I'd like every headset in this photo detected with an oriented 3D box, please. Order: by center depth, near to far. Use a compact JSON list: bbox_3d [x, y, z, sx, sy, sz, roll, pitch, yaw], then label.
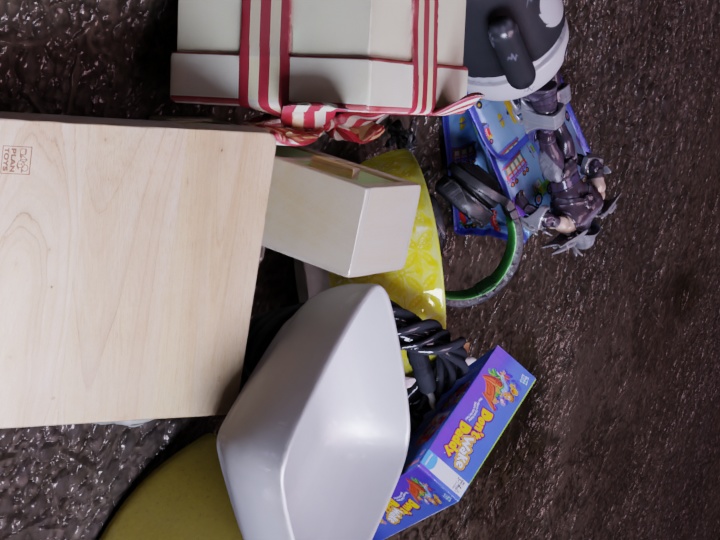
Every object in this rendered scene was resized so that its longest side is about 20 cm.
[{"bbox_3d":[0.081,-0.054,1.342,0.123,0.094,0.201,-32,110,-2],"label":"headset"}]

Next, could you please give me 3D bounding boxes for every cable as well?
[{"bbox_3d":[-0.009,0.081,1.134,0.199,0.163,0.051,24,44,-33],"label":"cable"}]

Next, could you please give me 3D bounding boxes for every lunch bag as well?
[{"bbox_3d":[0.147,-0.155,1.445,0.151,0.093,0.202,-45,129,-34],"label":"lunch bag"}]

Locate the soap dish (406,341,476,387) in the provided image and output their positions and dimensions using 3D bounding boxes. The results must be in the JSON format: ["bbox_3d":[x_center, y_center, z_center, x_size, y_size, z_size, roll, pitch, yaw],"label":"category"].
[{"bbox_3d":[0.029,0.148,1.411,0.199,0.081,0.159,-5,111,-58],"label":"soap dish"}]

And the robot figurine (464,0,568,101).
[{"bbox_3d":[0.118,-0.246,1.273,0.151,0.124,0.201,-58,141,-27],"label":"robot figurine"}]

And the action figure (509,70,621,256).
[{"bbox_3d":[0.197,-0.104,1.401,0.130,0.069,0.202,-46,125,-45],"label":"action figure"}]

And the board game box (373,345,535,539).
[{"bbox_3d":[0.058,0.156,1.223,0.135,0.045,0.200,-52,-176,-31],"label":"board game box"}]

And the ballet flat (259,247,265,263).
[{"bbox_3d":[-0.118,-0.004,1.096,0.199,0.063,0.077,-33,132,-47],"label":"ballet flat"}]

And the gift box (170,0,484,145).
[{"bbox_3d":[-0.016,-0.182,0.997,0.184,0.198,0.190,-9,105,-57],"label":"gift box"}]

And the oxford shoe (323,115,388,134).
[{"bbox_3d":[0.017,-0.160,1.236,0.199,0.057,0.076,-34,130,-50],"label":"oxford shoe"}]

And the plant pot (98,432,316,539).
[{"bbox_3d":[-0.097,0.254,1.167,0.202,0.192,0.196,-66,150,-17],"label":"plant pot"}]

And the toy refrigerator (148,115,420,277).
[{"bbox_3d":[-0.061,-0.060,1.021,0.076,0.198,0.071,-7,114,-56],"label":"toy refrigerator"}]

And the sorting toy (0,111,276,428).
[{"bbox_3d":[-0.170,-0.006,0.942,0.197,0.069,0.203,0,109,-32],"label":"sorting toy"}]

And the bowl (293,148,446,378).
[{"bbox_3d":[0.000,0.000,1.227,0.106,0.201,0.202,-7,123,-9],"label":"bowl"}]

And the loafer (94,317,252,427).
[{"bbox_3d":[-0.140,0.078,1.101,0.199,0.069,0.071,-24,127,-52],"label":"loafer"}]

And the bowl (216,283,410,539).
[{"bbox_3d":[-0.035,0.127,1.030,0.202,0.074,0.201,78,31,-41],"label":"bowl"}]
